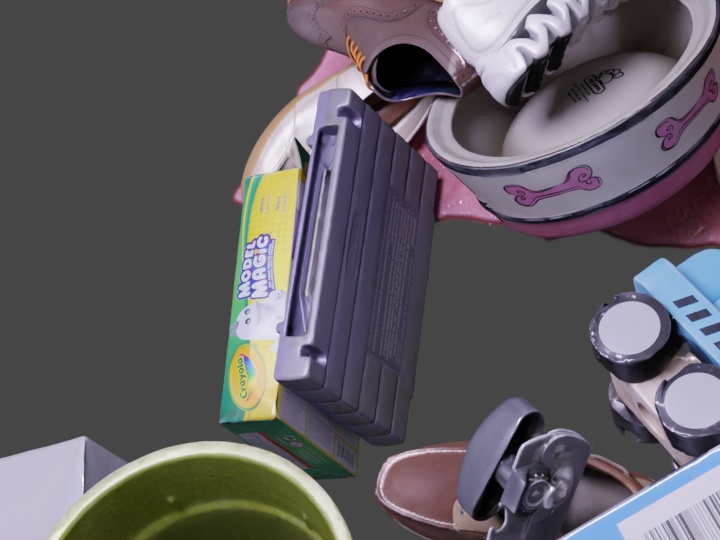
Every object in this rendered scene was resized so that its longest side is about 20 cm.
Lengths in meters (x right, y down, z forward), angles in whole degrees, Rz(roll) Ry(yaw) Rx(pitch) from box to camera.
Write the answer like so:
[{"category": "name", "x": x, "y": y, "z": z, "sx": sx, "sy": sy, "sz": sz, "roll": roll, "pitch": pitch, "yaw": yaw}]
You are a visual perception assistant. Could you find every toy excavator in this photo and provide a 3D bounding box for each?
[{"category": "toy excavator", "x": 0.226, "y": 0.015, "z": 1.082, "sx": 0.200, "sy": 0.100, "sz": 0.195, "roll": -34, "pitch": 52, "yaw": -7}]

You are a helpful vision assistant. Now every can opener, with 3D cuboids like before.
[{"category": "can opener", "x": 0.075, "y": 0.168, "z": 1.048, "sx": 0.067, "sy": 0.053, "sz": 0.201, "roll": 43, "pitch": 122, "yaw": 45}]

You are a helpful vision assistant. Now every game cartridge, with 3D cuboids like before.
[{"category": "game cartridge", "x": 0.000, "y": 0.000, "z": 1.179, "sx": 0.038, "sy": 0.130, "sz": 0.201, "roll": -4, "pitch": 64, "yaw": 27}]

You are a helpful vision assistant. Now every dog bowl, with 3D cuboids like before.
[{"category": "dog bowl", "x": 0.144, "y": -0.100, "z": 1.147, "sx": 0.200, "sy": 0.074, "sz": 0.200, "roll": -25, "pitch": 29, "yaw": 15}]

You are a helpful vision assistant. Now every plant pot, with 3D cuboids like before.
[{"category": "plant pot", "x": -0.069, "y": 0.230, "z": 1.052, "sx": 0.199, "sy": 0.190, "sz": 0.201, "roll": -9, "pitch": 57, "yaw": 14}]

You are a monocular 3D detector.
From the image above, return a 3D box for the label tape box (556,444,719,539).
[{"category": "label tape box", "x": 0.161, "y": 0.154, "z": 0.961, "sx": 0.144, "sy": 0.200, "sz": 0.063, "roll": -32, "pitch": 74, "yaw": 11}]

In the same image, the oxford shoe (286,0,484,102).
[{"category": "oxford shoe", "x": 0.013, "y": -0.154, "z": 1.197, "sx": 0.200, "sy": 0.071, "sz": 0.073, "roll": 13, "pitch": 54, "yaw": 45}]

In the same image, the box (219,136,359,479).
[{"category": "box", "x": -0.038, "y": 0.024, "z": 1.196, "sx": 0.048, "sy": 0.117, "sz": 0.201, "roll": -6, "pitch": 62, "yaw": 25}]

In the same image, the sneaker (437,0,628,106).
[{"category": "sneaker", "x": 0.130, "y": -0.191, "z": 1.120, "sx": 0.081, "sy": 0.075, "sz": 0.200, "roll": 43, "pitch": 68, "yaw": 13}]

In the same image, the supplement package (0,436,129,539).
[{"category": "supplement package", "x": -0.220, "y": 0.236, "z": 1.169, "sx": 0.199, "sy": 0.147, "sz": 0.192, "roll": -16, "pitch": 60, "yaw": 21}]

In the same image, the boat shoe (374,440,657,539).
[{"category": "boat shoe", "x": 0.094, "y": 0.132, "z": 1.095, "sx": 0.199, "sy": 0.072, "sz": 0.076, "roll": 2, "pitch": 67, "yaw": 30}]

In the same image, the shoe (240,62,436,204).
[{"category": "shoe", "x": -0.002, "y": -0.104, "z": 1.266, "sx": 0.200, "sy": 0.070, "sz": 0.053, "roll": -43, "pitch": 32, "yaw": 1}]
